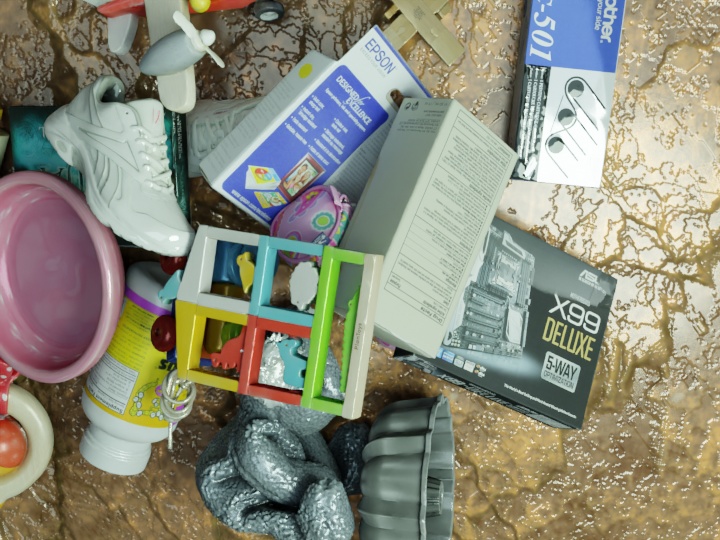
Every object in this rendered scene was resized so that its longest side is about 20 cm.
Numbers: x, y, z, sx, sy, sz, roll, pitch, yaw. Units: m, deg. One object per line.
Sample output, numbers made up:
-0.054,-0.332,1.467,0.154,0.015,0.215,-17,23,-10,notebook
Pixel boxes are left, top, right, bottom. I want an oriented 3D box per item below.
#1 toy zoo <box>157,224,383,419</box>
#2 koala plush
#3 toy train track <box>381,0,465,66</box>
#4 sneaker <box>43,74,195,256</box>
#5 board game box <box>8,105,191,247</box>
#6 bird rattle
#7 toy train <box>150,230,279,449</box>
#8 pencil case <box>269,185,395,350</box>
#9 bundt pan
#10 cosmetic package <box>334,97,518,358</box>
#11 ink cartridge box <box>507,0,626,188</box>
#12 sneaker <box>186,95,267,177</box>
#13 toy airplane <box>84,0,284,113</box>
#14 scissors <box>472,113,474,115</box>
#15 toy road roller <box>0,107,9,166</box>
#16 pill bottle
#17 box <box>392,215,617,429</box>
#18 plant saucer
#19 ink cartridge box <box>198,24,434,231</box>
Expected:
-0.082,0.037,0.798,0.196,0.020,0.134,9,92,23,toy zoo
-0.076,0.141,0.954,0.180,0.177,0.204,7,105,10,koala plush
0.085,-0.279,0.937,0.200,0.033,0.115,-44,98,1,toy train track
-0.202,-0.101,0.852,0.100,0.078,0.200,-47,70,15,sneaker
-0.257,-0.093,0.945,0.196,0.028,0.138,4,102,23,board game box
-0.401,0.162,1.018,0.163,0.113,0.201,43,86,-18,bird rattle
-0.129,0.065,0.870,0.084,0.115,0.205,11,81,-40,toy train
0.000,0.000,0.917,0.087,0.088,0.200,-39,134,8,pencil case
0.045,0.225,0.956,0.074,0.202,0.206,0,101,13,bundt pan
0.052,-0.039,0.845,0.105,0.071,0.203,33,78,-38,cosmetic package
0.200,-0.187,0.943,0.092,0.044,0.204,5,101,-1,ink cartridge box
-0.124,-0.140,0.930,0.196,0.100,0.077,-10,89,2,sneaker
-0.175,-0.277,0.885,0.199,0.141,0.200,39,89,12,toy airplane
0.069,-0.064,0.916,0.014,0.073,0.204,14,80,32,scissors
-0.465,-0.135,0.947,0.198,0.145,0.125,12,104,-39,toy road roller
-0.220,0.101,0.978,0.103,0.104,0.203,22,101,-3,pill bottle
0.145,0.046,0.932,0.197,0.050,0.160,25,74,-19,box
-0.301,0.004,0.933,0.197,0.051,0.205,5,100,29,plant saucer
-0.022,-0.114,0.901,0.200,0.197,0.047,-44,53,6,ink cartridge box
